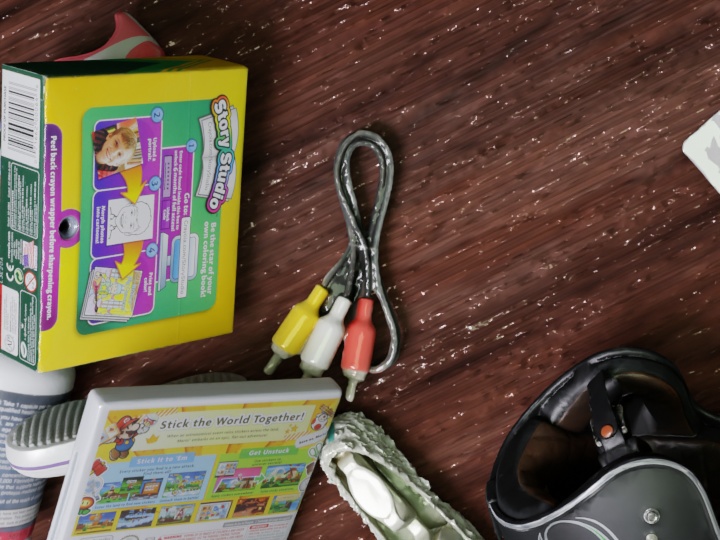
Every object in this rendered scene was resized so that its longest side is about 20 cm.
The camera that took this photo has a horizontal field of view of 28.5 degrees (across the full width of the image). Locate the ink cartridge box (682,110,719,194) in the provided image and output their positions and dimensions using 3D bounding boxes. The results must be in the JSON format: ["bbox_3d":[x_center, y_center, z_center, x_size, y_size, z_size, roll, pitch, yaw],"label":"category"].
[{"bbox_3d":[0.348,-0.116,1.030,0.200,0.068,0.115,-43,94,6],"label":"ink cartridge box"}]

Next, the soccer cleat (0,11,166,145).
[{"bbox_3d":[-0.231,-0.112,1.046,0.199,0.067,0.077,-32,86,3],"label":"soccer cleat"}]

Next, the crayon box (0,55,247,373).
[{"bbox_3d":[-0.164,-0.045,0.990,0.058,0.172,0.202,19,111,41],"label":"crayon box"}]

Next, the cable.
[{"bbox_3d":[0.000,0.000,1.059,0.096,0.050,0.201,17,98,-2],"label":"cable"}]

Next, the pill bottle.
[{"bbox_3d":[-0.277,0.099,1.043,0.119,0.120,0.201,17,97,-1],"label":"pill bottle"}]

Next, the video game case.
[{"bbox_3d":[-0.123,0.159,1.015,0.199,0.023,0.183,1,121,-37],"label":"video game case"}]

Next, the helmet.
[{"bbox_3d":[0.208,0.172,1.011,0.190,0.200,0.200,41,96,-19],"label":"helmet"}]

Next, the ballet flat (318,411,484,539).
[{"bbox_3d":[0.035,0.195,1.077,0.072,0.072,0.200,-43,95,6],"label":"ballet flat"}]

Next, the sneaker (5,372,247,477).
[{"bbox_3d":[-0.162,0.149,1.028,0.199,0.072,0.115,-8,107,-39],"label":"sneaker"}]
